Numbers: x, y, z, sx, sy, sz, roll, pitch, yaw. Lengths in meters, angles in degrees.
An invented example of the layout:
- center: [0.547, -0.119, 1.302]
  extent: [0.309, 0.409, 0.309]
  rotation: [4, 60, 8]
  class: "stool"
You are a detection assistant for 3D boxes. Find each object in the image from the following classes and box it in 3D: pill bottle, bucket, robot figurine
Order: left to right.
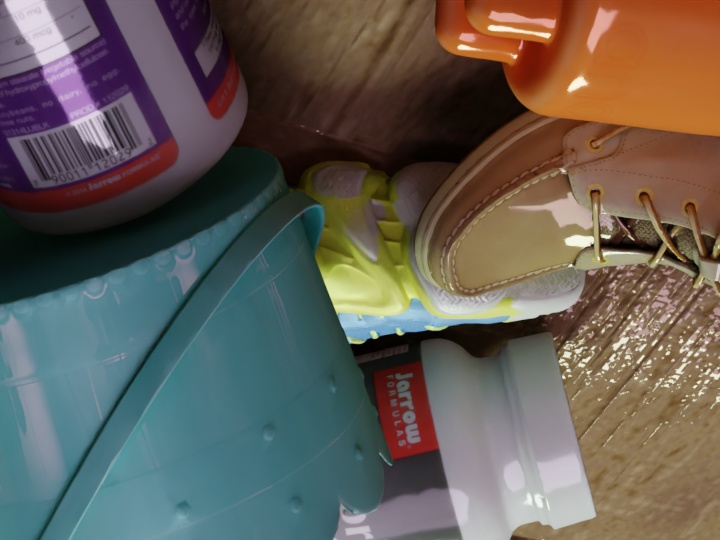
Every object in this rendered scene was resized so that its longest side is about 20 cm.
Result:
- center: [-0.128, -0.123, 0.838]
  extent: [0.111, 0.112, 0.201]
  rotation: [-18, 124, 10]
  class: "pill bottle"
- center: [-0.095, 0.043, 0.901]
  extent: [0.206, 0.207, 0.136]
  rotation: [-15, 107, 7]
  class: "bucket"
- center: [0.010, 0.099, 1.114]
  extent: [0.198, 0.116, 0.116]
  rotation: [-14, 138, 5]
  class: "pill bottle"
- center: [0.131, -0.114, 0.905]
  extent: [0.198, 0.117, 0.144]
  rotation: [5, 134, -14]
  class: "robot figurine"

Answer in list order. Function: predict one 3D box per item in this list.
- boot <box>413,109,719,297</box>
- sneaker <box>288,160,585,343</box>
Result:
- center: [0.138, -0.011, 0.949]
  extent: [0.199, 0.156, 0.073]
  rotation: [-23, 136, -15]
  class: "boot"
- center: [0.000, 0.000, 1.047]
  extent: [0.198, 0.076, 0.105]
  rotation: [11, 147, -11]
  class: "sneaker"
